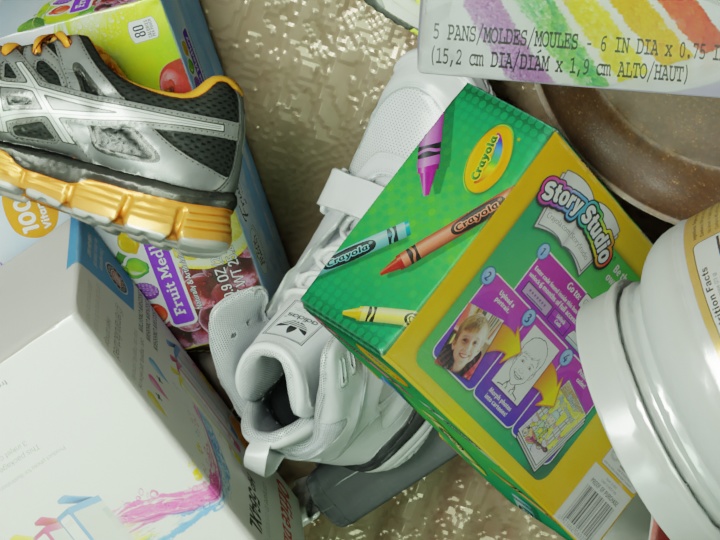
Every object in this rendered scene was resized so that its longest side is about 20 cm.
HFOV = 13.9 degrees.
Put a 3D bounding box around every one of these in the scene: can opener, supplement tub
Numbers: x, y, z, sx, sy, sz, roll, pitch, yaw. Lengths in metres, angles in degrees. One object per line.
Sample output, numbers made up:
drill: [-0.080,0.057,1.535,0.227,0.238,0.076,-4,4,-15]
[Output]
can opener: [-0.011,0.088,1.396,0.200,0.053,0.067,-30,108,18]
supplement tub: [0.202,0.023,1.180,0.200,0.145,0.145,-29,109,19]

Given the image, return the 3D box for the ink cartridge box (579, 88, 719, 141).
ink cartridge box: [0.133,-0.174,1.245,0.165,0.075,0.200,-24,112,15]

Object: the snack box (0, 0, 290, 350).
snack box: [-0.152,-0.036,1.344,0.200,0.068,0.169,-14,113,14]

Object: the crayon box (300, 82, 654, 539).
crayon box: [0.074,0.024,1.279,0.119,0.058,0.200,-52,137,-7]

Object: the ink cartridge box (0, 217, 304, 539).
ink cartridge box: [-0.114,0.103,1.291,0.125,0.129,0.200,-34,109,8]

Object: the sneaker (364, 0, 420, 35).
sneaker: [0.007,-0.173,1.258,0.200,0.075,0.076,42,113,-15]

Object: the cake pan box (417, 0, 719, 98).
cake pan box: [0.118,-0.160,1.145,0.200,0.052,0.185,6,115,1]

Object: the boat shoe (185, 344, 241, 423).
boat shoe: [-0.139,0.081,1.384,0.202,0.075,0.075,-22,90,15]

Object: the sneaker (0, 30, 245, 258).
sneaker: [-0.140,-0.068,1.259,0.200,0.078,0.077,18,87,4]

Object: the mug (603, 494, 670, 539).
mug: [0.199,0.182,1.379,0.200,0.134,0.178,27,117,-11]

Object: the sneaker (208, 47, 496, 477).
sneaker: [0.000,0.000,1.299,0.075,0.115,0.200,22,106,28]

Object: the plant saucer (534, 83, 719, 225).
plant saucer: [0.167,-0.108,1.213,0.200,0.035,0.201,1,117,3]
